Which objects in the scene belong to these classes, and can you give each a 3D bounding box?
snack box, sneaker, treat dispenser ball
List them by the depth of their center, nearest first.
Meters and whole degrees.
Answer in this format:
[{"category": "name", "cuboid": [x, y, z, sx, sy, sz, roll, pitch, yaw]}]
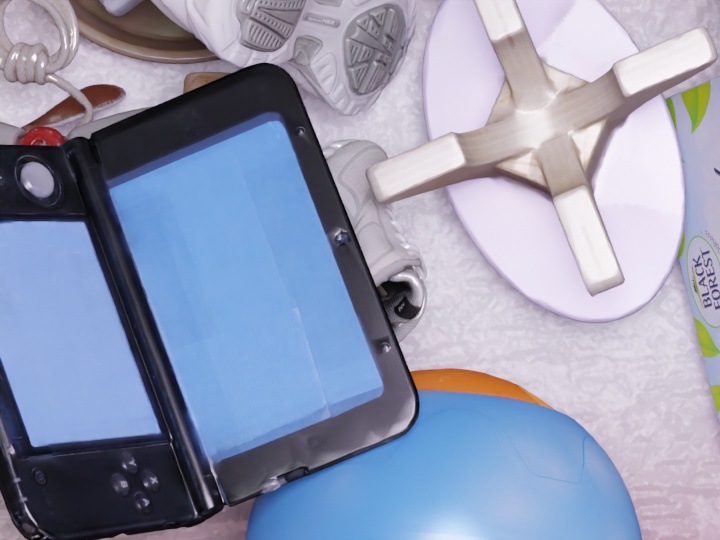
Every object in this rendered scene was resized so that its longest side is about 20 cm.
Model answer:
[{"category": "treat dispenser ball", "cuboid": [0.041, 0.150, 1.248, 0.200, 0.201, 0.202, 0, 82, -3]}, {"category": "sneaker", "cuboid": [0.000, 0.000, 1.286, 0.081, 0.200, 0.075, -11, 125, 19]}, {"category": "sneaker", "cuboid": [-0.045, -0.142, 1.303, 0.099, 0.200, 0.078, 31, 95, 30]}, {"category": "snack box", "cuboid": [0.232, -0.010, 1.311, 0.053, 0.142, 0.201, -8, 81, -36]}]

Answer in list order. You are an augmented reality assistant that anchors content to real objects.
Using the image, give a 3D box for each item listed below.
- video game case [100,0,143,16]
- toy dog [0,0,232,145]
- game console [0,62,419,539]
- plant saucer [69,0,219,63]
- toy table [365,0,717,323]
[{"category": "video game case", "cuboid": [-0.098, -0.265, 1.332, 0.200, 0.023, 0.182, -34, 80, 7]}, {"category": "toy dog", "cuboid": [-0.124, -0.060, 1.336, 0.199, 0.096, 0.132, 23, 88, 14]}, {"category": "game console", "cuboid": [-0.095, 0.009, 1.167, 0.116, 0.176, 0.201, -33, 71, 35]}, {"category": "plant saucer", "cuboid": [-0.100, -0.210, 1.374, 0.199, 0.029, 0.201, 0, 83, -4]}, {"category": "toy table", "cuboid": [0.098, -0.072, 1.293, 0.184, 0.117, 0.200, -34, 83, 5]}]
